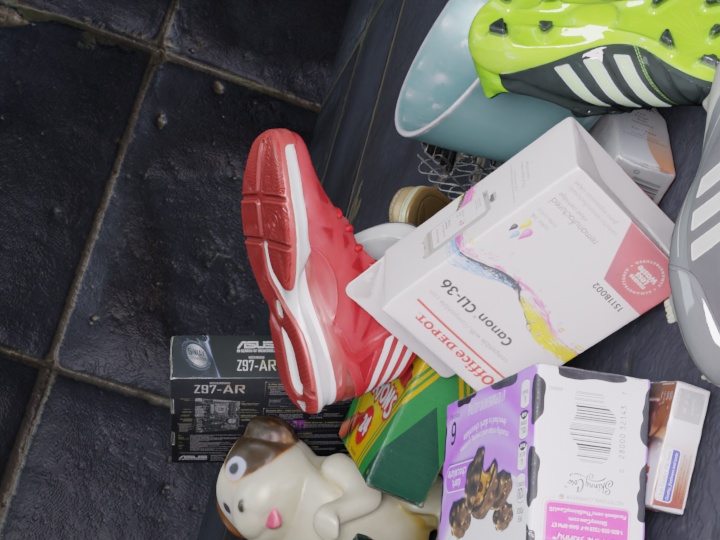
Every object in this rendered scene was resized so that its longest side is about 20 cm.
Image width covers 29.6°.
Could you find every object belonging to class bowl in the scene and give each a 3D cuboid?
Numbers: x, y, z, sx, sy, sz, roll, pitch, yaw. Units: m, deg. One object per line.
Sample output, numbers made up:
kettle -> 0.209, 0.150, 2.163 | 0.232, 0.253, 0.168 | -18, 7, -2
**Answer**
bowl -> 0.125, -0.158, 1.001 | 0.201, 0.105, 0.201 | -52, 18, 24

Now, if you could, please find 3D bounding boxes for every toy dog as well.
toy dog -> -0.024, 0.197, 1.161 | 0.194, 0.200, 0.140 | -88, 20, -58

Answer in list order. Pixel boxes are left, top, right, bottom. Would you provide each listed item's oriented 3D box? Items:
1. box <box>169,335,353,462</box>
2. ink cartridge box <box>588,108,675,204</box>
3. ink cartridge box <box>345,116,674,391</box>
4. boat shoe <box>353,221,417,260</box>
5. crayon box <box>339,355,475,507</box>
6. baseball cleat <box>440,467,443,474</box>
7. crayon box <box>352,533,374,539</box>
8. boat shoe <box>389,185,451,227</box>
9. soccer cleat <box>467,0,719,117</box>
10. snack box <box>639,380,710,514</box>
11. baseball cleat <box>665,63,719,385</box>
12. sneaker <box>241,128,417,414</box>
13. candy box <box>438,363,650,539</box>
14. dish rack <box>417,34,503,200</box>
box -> -0.068, 0.116, 1.196 | 0.160, 0.199, 0.044 | 99, 169, -55
ink cartridge box -> 0.175, -0.069, 1.034 | 0.200, 0.050, 0.162 | -76, 9, -54
ink cartridge box -> 0.095, 0.009, 0.883 | 0.200, 0.116, 0.068 | -37, 26, 26
boat shoe -> 0.000, 0.000, 1.068 | 0.200, 0.071, 0.064 | -40, 23, 55
crayon box -> 0.055, 0.065, 1.044 | 0.200, 0.051, 0.127 | -65, 13, 4
baseball cleat -> 0.093, 0.111, 1.119 | 0.107, 0.070, 0.200 | -64, 15, -15
crayon box -> 0.021, 0.295, 0.954 | 0.051, 0.127, 0.200 | -97, 26, -68
boat shoe -> 0.057, -0.003, 1.174 | 0.074, 0.066, 0.200 | -56, -36, -24
soccer cleat -> 0.164, -0.125, 0.816 | 0.081, 0.200, 0.068 | 74, -149, -57
snack box -> 0.155, 0.109, 0.847 | 0.200, 0.024, 0.072 | 153, 132, -76
baseball cleat -> 0.207, -0.043, 0.675 | 0.106, 0.070, 0.200 | -33, 44, 60
sneaker -> -0.012, -0.008, 0.967 | 0.078, 0.115, 0.200 | 16, 117, 59
candy box -> 0.101, 0.169, 0.805 | 0.168, 0.071, 0.200 | 136, 141, -70
dish rack -> 0.102, -0.119, 1.161 | 0.054, 0.200, 0.154 | 2, 68, 37
